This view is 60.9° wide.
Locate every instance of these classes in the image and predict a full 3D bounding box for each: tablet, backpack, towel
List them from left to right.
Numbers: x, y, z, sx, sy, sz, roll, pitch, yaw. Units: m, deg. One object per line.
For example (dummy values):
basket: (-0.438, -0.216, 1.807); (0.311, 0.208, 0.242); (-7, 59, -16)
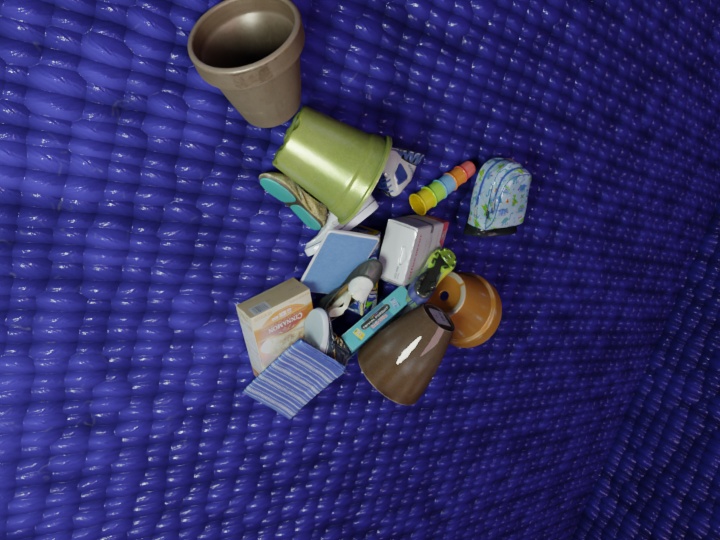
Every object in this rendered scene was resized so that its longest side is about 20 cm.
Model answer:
towel: (-0.146, 0.245, 1.362); (0.144, 0.024, 0.200); (36, 111, -29)
tablet: (-0.053, -0.015, 1.379); (0.129, 0.014, 0.201); (7, 135, -27)
backpack: (0.362, -0.190, 1.590); (0.162, 0.153, 0.202); (-6, 102, -30)

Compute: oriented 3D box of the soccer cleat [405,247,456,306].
soccer cleat: (0.168, 0.013, 1.482); (0.200, 0.065, 0.084); (-47, -179, -42)

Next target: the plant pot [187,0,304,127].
plant pot: (-0.178, -0.351, 1.076); (0.200, 0.200, 0.175); (-42, 149, -15)

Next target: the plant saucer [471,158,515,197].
plant saucer: (0.370, -0.214, 1.691); (0.199, 0.037, 0.202); (-19, 123, -31)

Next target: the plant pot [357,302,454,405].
plant pot: (0.125, 0.178, 1.439); (0.186, 0.187, 0.200); (16, 122, -43)

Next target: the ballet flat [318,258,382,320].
ballet flat: (-0.020, 0.056, 1.403); (0.068, 0.069, 0.200); (34, 120, -26)

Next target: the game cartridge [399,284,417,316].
game cartridge: (0.124, 0.128, 1.580); (0.038, 0.130, 0.201); (9, 122, -8)

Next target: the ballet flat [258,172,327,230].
ballet flat: (-0.136, -0.161, 1.284); (0.071, 0.071, 0.200); (-53, 133, -5)

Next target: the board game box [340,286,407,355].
board game box: (0.031, 0.133, 1.520); (0.200, 0.047, 0.151); (-40, 171, -18)

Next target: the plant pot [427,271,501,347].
plant pot: (0.248, 0.086, 1.607); (0.201, 0.200, 0.183); (-59, 145, 1)

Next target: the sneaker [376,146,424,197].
sneaker: (0.059, -0.226, 1.395); (0.198, 0.080, 0.116); (1, 109, -42)

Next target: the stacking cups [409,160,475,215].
stacking cups: (0.214, -0.211, 1.550); (0.199, 0.060, 0.061); (-34, 129, -25)

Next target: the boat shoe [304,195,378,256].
boat shoe: (-0.054, -0.111, 1.378); (0.199, 0.074, 0.066); (-39, 100, -11)

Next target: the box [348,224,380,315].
box: (0.000, 0.000, 1.460); (0.064, 0.070, 0.202); (-27, 128, -46)

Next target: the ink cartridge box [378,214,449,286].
ink cartridge box: (0.128, -0.054, 1.493); (0.200, 0.084, 0.147); (-18, 125, -61)

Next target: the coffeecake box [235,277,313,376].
coffeecake box: (-0.180, 0.142, 1.387); (0.153, 0.073, 0.202); (-27, 127, -28)

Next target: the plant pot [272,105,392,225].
plant pot: (-0.066, -0.222, 1.210); (0.183, 0.200, 0.202); (28, 93, -17)

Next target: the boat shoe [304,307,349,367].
boat shoe: (-0.074, 0.160, 1.395); (0.090, 0.071, 0.202); (-20, 130, -35)
